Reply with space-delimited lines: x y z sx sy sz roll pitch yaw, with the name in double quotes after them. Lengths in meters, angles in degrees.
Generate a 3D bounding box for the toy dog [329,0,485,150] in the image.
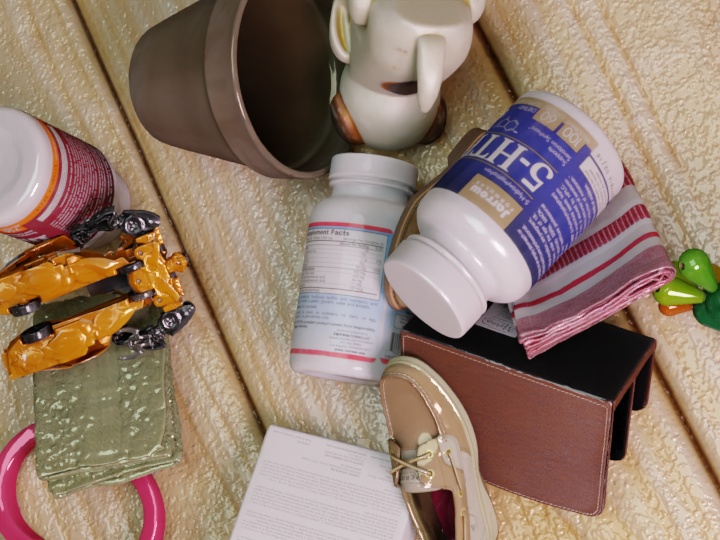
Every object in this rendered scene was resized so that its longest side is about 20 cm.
0.044 -0.194 1.488 0.138 0.201 0.195 -10 60 -19 "toy dog"

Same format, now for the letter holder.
0.143 0.112 1.441 0.198 0.101 0.143 18 129 24 "letter holder"

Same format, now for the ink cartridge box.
-0.039 0.253 1.485 0.159 0.050 0.202 12 73 21 "ink cartridge box"

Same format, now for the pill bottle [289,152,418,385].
0.000 0.000 1.505 0.108 0.109 0.202 5 82 20 "pill bottle"

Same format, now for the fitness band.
-0.276 0.227 1.606 0.199 0.037 0.145 29 94 23 "fitness band"

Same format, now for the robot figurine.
-0.255 0.020 1.552 0.198 0.058 0.146 -20 106 -2 "robot figurine"

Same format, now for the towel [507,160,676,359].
0.183 -0.022 1.427 0.143 0.023 0.201 -30 34 12 "towel"

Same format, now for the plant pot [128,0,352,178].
-0.120 -0.183 1.551 0.172 0.199 0.202 -1 80 35 "plant pot"

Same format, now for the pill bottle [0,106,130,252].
-0.302 -0.080 1.578 0.112 0.200 0.114 -3 79 19 "pill bottle"

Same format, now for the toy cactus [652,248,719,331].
0.321 0.035 1.378 0.102 0.200 0.165 -47 111 -15 "toy cactus"

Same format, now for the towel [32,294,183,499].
-0.247 0.112 1.587 0.147 0.037 0.202 -13 66 7 "towel"

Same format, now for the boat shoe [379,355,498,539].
0.062 0.172 1.423 0.074 0.066 0.201 -9 111 41 "boat shoe"

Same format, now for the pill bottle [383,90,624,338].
0.118 -0.044 1.384 0.119 0.120 0.200 37 72 21 "pill bottle"

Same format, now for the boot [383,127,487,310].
0.090 -0.043 1.464 0.075 0.074 0.201 19 62 32 "boot"
